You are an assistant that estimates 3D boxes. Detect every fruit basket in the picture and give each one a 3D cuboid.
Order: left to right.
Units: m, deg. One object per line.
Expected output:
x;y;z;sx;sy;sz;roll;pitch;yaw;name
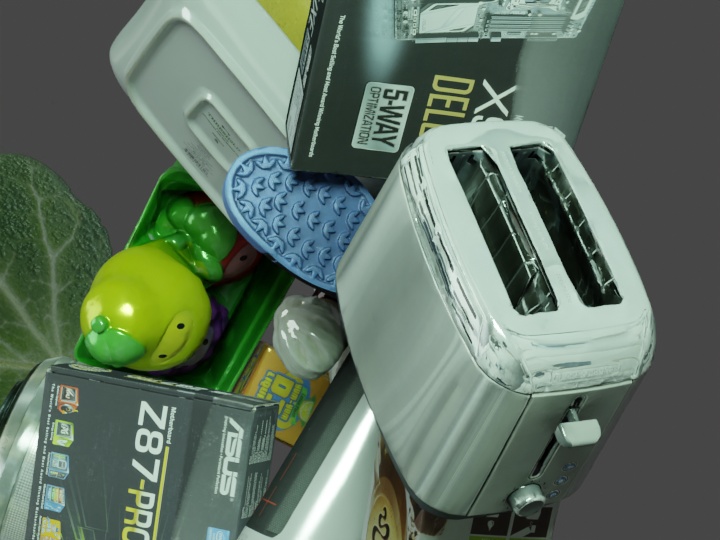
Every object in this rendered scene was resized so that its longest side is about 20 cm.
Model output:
-0.141;0.022;1.169;0.216;0.155;0.216;-56;20;33;fruit basket

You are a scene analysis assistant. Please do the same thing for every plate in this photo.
-0.080;-0.093;0.942;0.032;0.200;0.200;-43;6;-26;plate

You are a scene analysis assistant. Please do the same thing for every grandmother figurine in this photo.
0.000;0.000;1.010;0.200;0.060;0.121;-55;-11;-45;grandmother figurine

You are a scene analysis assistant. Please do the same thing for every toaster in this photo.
0.063;0.015;0.740;0.129;0.113;0.200;117;142;-49;toaster

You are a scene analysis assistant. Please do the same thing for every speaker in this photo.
-0.008;0.130;0.942;0.200;0.081;0.081;-58;8;-12;speaker

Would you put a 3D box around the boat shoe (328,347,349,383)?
0.000;0.051;1.108;0.069;0.072;0.201;121;140;-64;boat shoe

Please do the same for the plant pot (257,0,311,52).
0.021;-0.151;0.930;0.142;0.199;0.201;48;135;43;plant pot

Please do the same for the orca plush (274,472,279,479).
-0.019;0.157;1.193;0.105;0.071;0.200;-55;7;36;orca plush

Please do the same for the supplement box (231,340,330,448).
-0.068;0.099;1.219;0.067;0.069;0.200;-63;7;-5;supplement box

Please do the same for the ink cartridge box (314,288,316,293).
-0.003;-0.002;1.262;0.200;0.037;0.095;109;161;-52;ink cartridge box

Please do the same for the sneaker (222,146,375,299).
0.003;-0.006;0.871;0.070;0.200;0.078;-64;14;-13;sneaker

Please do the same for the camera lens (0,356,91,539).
-0.183;0.166;1.127;0.160;0.199;0.160;-160;90;-89;camera lens

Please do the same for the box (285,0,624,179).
0.054;-0.139;0.785;0.050;0.157;0.200;-101;21;-52;box

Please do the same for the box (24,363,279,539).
-0.147;0.174;0.999;0.049;0.161;0.201;5;-86;-71;box

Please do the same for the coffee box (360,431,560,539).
0.049;0.168;0.852;0.113;0.080;0.201;-121;38;-68;coffee box
